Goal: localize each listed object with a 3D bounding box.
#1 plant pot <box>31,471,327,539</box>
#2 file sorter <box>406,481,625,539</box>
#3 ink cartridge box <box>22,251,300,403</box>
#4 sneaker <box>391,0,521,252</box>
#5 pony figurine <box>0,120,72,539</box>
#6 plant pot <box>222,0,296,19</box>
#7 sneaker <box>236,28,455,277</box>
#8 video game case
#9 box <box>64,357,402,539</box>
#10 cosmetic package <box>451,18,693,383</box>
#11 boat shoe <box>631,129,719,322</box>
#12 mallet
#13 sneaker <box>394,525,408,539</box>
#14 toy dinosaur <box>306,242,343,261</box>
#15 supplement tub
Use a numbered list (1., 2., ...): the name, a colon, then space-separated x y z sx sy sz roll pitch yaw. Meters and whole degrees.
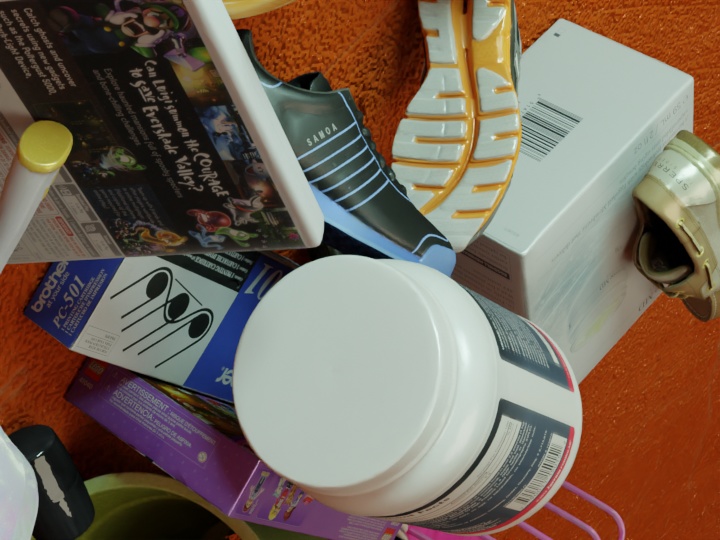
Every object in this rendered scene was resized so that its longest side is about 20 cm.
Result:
1. plant pot: -0.097 0.218 1.032 0.200 0.200 0.190 -64 162 7
2. file sorter: 0.104 0.246 1.286 0.200 0.125 0.139 -22 135 -57
3. ink cartridge box: -0.101 0.017 0.966 0.094 0.044 0.200 -59 150 1
4. sneaker: 0.069 -0.104 1.036 0.077 0.078 0.200 54 43 -69
5. pony figurine: -0.202 0.046 0.741 0.200 0.166 0.193 115 0 -48
6. plant pot: -0.034 -0.228 0.737 0.183 0.200 0.200 -38 146 -59
7. sneaker: -0.013 -0.061 0.942 0.200 0.070 0.078 31 80 -30
8. video game case: -0.129 -0.067 0.743 0.200 0.182 0.023 65 27 -54
9. box: -0.068 0.112 1.003 0.039 0.137 0.200 -60 150 1
10. cosmetic package: 0.140 -0.034 1.200 0.199 0.123 0.200 -44 147 -24
11. boat shoe: 0.224 -0.019 1.157 0.066 0.074 0.200 -39 144 -10
12. mallet: -0.238 0.153 0.892 0.200 0.041 0.066 -28 118 -29
13. sneaker: -0.013 0.196 1.178 0.073 0.114 0.200 -49 149 -20
14. toy dinosaur: 0.000 0.000 1.061 0.077 0.102 0.200 -51 141 -14
15. supplement tub: 0.031 0.073 0.929 0.140 0.140 0.200 -61 150 1
